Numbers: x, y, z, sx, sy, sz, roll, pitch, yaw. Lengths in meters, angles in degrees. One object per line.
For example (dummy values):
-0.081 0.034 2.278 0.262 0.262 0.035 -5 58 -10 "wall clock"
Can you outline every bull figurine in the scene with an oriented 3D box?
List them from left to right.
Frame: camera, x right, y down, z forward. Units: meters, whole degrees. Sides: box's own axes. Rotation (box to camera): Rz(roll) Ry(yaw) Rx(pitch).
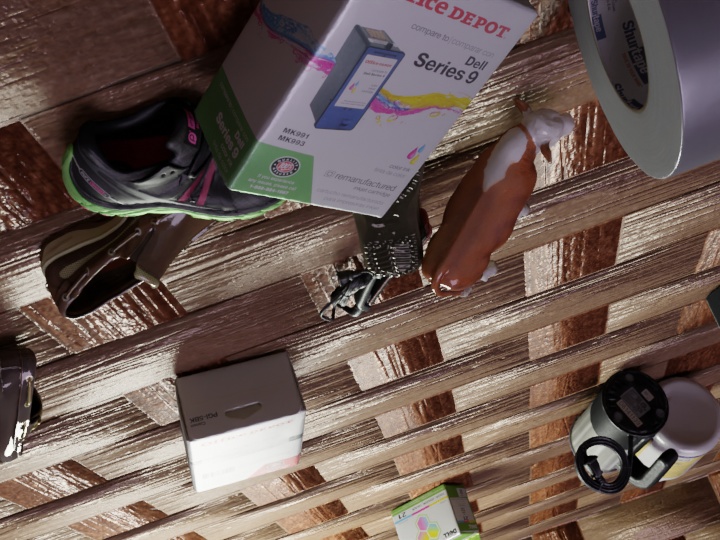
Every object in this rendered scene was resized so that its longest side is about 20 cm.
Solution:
0.121 -0.061 0.914 0.201 0.065 0.121 -53 162 -4 "bull figurine"

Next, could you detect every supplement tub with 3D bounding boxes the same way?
0.565 0.298 1.842 0.143 0.147 0.201 -13 153 -11 "supplement tub"

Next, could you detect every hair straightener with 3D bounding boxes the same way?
0.000 0.000 1.048 0.076 0.041 0.200 -3 154 -28 "hair straightener"

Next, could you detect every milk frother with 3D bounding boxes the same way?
0.414 0.298 1.702 0.197 0.182 0.189 -14 153 -15 "milk frother"

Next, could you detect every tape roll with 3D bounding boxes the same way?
0.201 -0.167 0.672 0.065 0.202 0.201 -19 153 2 "tape roll"

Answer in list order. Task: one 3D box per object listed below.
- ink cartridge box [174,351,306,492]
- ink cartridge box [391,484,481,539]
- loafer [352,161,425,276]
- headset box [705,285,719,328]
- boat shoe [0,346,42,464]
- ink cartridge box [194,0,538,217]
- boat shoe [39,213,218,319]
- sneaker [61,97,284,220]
-0.150 0.191 1.246 0.145 0.084 0.201 -12 153 -14 "ink cartridge box"
0.163 0.546 1.982 0.147 0.202 0.075 -35 149 29 "ink cartridge box"
0.019 -0.081 0.870 0.075 0.068 0.202 -4 136 -1 "loafer"
0.627 0.032 1.440 0.198 0.094 0.174 -3 149 -29 "headset box"
-0.360 0.142 1.037 0.059 0.073 0.201 -6 145 -17 "boat shoe"
0.000 -0.142 0.684 0.144 0.088 0.201 8 132 -40 "ink cartridge box"
-0.177 -0.019 0.844 0.201 0.076 0.075 -28 152 17 "boat shoe"
-0.122 -0.085 0.756 0.197 0.078 0.084 -9 156 -22 "sneaker"
